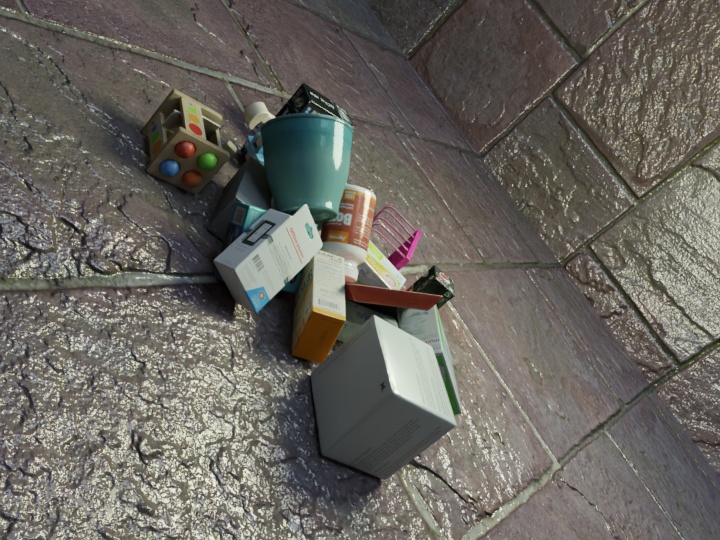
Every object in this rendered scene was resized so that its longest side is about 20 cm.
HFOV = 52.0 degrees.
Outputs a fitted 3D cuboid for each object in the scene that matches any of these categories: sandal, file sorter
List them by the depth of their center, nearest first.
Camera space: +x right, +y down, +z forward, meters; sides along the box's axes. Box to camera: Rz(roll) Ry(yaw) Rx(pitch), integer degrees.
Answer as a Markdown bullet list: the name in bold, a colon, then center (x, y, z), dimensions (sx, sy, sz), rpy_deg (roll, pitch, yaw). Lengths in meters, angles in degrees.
- **sandal**: center (0.019, 0.060, 1.683), dimensions (0.199, 0.075, 0.048), rpy_deg (17, 63, -14)
- **file sorter**: center (0.054, -0.063, 1.905), dimensions (0.125, 0.139, 0.200), rpy_deg (44, 26, -7)

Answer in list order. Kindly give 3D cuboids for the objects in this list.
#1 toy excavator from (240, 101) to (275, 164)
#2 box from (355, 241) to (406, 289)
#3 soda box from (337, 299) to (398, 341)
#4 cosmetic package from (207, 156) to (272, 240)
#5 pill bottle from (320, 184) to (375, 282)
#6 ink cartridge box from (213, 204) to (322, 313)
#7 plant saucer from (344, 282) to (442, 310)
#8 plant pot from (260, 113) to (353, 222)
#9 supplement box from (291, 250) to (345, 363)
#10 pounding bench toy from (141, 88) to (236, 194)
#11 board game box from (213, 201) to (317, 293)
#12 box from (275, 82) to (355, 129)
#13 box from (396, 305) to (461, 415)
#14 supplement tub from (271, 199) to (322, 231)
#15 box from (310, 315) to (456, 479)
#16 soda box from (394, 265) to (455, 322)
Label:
- **toy excavator**: center (-0.218, -0.311, 1.753), dimensions (0.193, 0.200, 0.100), rpy_deg (-4, 55, -42)
- **box**: center (0.000, 0.000, 1.773), dimensions (0.200, 0.101, 0.113), rpy_deg (47, 25, -4)
- **soda box**: center (0.004, 0.126, 1.647), dimensions (0.199, 0.063, 0.069), rpy_deg (22, 37, -44)
- **cosmetic package**: center (-0.249, -0.146, 1.577), dimensions (0.090, 0.107, 0.201), rpy_deg (36, 30, -22)
- **pill bottle**: center (-0.033, -0.080, 1.642), dimensions (0.112, 0.111, 0.202), rpy_deg (22, 72, -43)
- **ink cartridge box**: center (-0.172, -0.033, 1.412), dimensions (0.067, 0.200, 0.117), rpy_deg (21, -35, 38)
- **plant saucer**: center (0.052, 0.055, 1.562), dimensions (0.197, 0.037, 0.200), rpy_deg (8, -2, -11)
- **plant pot**: center (-0.114, -0.206, 1.561), dimensions (0.199, 0.199, 0.190), rpy_deg (13, 73, -51)
- **supplement box**: center (-0.086, 0.069, 1.496), dimensions (0.073, 0.127, 0.201), rpy_deg (17, 34, -15)
- **pounding bench toy**: center (-0.337, -0.248, 1.555), dimensions (0.199, 0.124, 0.157), rpy_deg (24, 34, -41)
- **board game box**: center (-0.187, -0.043, 1.483), dimensions (0.047, 0.152, 0.199), rpy_deg (21, 5, 38)
- **box**: center (-0.143, -0.360, 1.933), dimensions (0.163, 0.200, 0.087), rpy_deg (25, 31, -41)
- **box**: center (0.150, 0.202, 1.648), dimensions (0.177, 0.096, 0.201), rpy_deg (-94, 167, -53)
- **supplement tub**: center (-0.116, -0.173, 1.781), dimensions (0.145, 0.145, 0.200), rpy_deg (47, 25, -2)
- **box**: center (0.036, 0.240, 1.382), dimensions (0.171, 0.199, 0.201), rpy_deg (30, 29, -33)
- **soda box**: center (0.130, 0.082, 1.750), dimensions (0.071, 0.200, 0.064), rpy_deg (39, 25, -18)
